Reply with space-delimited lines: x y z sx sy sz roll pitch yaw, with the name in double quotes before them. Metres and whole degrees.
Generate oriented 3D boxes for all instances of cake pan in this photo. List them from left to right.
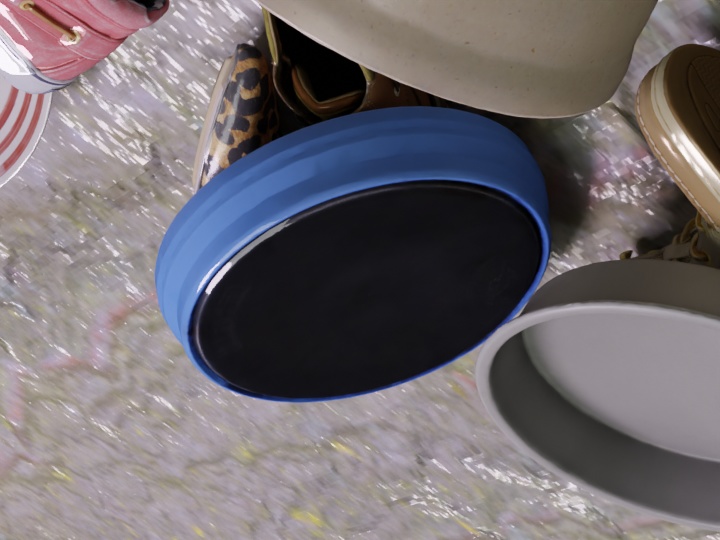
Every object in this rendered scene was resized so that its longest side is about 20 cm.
"cake pan" 0.154 0.060 0.857 0.200 0.037 0.200 16 149 10

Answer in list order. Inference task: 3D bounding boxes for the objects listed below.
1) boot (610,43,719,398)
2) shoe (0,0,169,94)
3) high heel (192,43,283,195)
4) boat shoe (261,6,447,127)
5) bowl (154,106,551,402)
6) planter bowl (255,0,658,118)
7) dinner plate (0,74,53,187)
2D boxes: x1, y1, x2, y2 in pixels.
"boot" 0.157 -0.011 0.852 0.200 0.073 0.155 40 146 -26
"shoe" -0.181 -0.182 0.883 0.091 0.072 0.200 -25 114 33
"high heel" -0.014 -0.037 0.960 0.142 0.071 0.200 12 141 3
"boat shoe" -0.012 -0.095 0.865 0.072 0.068 0.200 7 142 26
"bowl" 0.000 0.000 0.902 0.200 0.039 0.201 -13 147 -8
"planter bowl" 0.038 -0.167 0.650 0.200 0.200 0.135 30 119 -1
"dinner plate" -0.254 -0.127 0.992 0.200 0.024 0.200 7 117 13
